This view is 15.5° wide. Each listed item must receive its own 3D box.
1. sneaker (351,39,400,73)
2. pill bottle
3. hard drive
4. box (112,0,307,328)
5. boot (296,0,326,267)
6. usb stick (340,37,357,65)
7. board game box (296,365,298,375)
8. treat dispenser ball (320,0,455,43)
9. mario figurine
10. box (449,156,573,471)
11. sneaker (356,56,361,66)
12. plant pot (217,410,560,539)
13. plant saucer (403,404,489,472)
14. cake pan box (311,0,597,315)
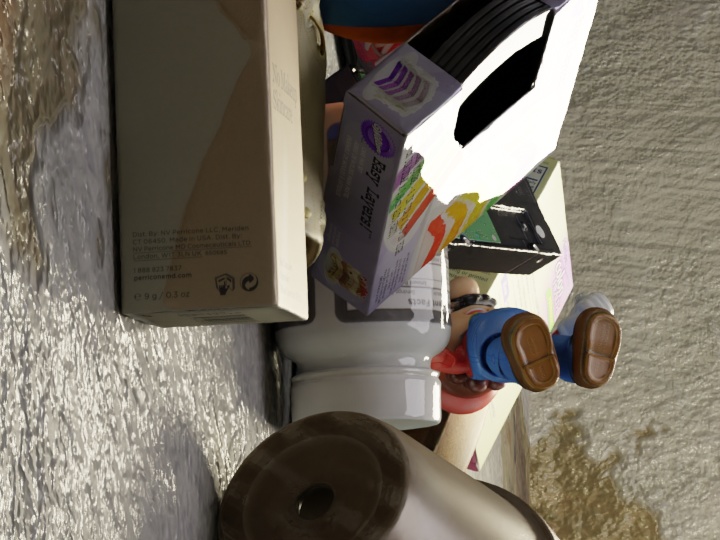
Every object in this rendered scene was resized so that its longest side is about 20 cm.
[{"bbox_3d":[0.005,-0.178,1.734,0.087,0.074,0.200,8,53,-63],"label":"sneaker"},{"bbox_3d":[0.000,0.000,1.677,0.114,0.114,0.200,41,47,-80],"label":"pill bottle"},{"bbox_3d":[0.055,-0.066,1.832,0.200,0.038,0.140,4,57,-60],"label":"hard drive"},{"bbox_3d":[-0.073,-0.075,1.286,0.095,0.078,0.200,27,61,-81],"label":"box"},{"bbox_3d":[-0.057,-0.093,1.463,0.200,0.073,0.156,80,10,-67],"label":"boot"},{"bbox_3d":[-0.006,-0.221,2.037,0.056,0.033,0.200,-95,176,-47],"label":"usb stick"},{"bbox_3d":[-0.013,0.152,1.773,0.151,0.047,0.200,76,14,-54],"label":"board game box"},{"bbox_3d":[0.017,-0.236,1.571,0.201,0.200,0.201,-3,90,-83],"label":"treat dispenser ball"},{"bbox_3d":[0.087,0.035,1.754,0.106,0.123,0.200,-60,-158,-15],"label":"mario figurine"},{"bbox_3d":[0.084,0.024,2.119,0.200,0.097,0.176,-60,156,-28],"label":"box"},{"bbox_3d":[0.007,-0.097,1.917,0.199,0.079,0.130,-12,96,-81],"label":"sneaker"},{"bbox_3d":[0.008,0.172,1.493,0.174,0.200,0.200,56,28,-44],"label":"plant pot"},{"bbox_3d":[0.050,0.126,1.920,0.200,0.035,0.200,-62,-170,18],"label":"plant saucer"},{"bbox_3d":[0.057,-0.090,1.550,0.184,0.052,0.200,-43,161,-30],"label":"cake pan box"}]
